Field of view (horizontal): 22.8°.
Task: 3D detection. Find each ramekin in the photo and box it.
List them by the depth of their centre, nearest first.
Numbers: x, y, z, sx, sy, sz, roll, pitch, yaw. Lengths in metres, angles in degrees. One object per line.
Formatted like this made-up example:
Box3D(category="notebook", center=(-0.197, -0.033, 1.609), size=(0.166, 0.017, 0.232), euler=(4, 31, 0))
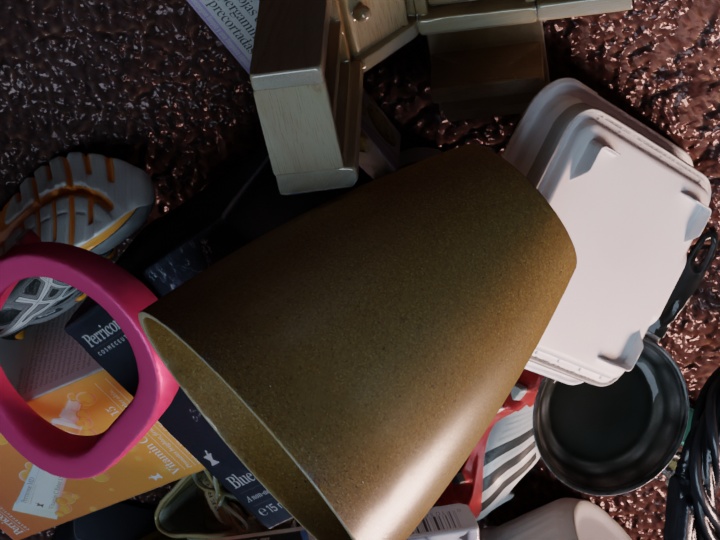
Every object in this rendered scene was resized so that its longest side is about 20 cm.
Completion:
Box3D(category="ramekin", center=(0.174, 0.269, 1.386), size=(0.094, 0.203, 0.202), euler=(-35, 125, 18))

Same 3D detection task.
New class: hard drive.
Box3D(category="hard drive", center=(-0.161, 0.258, 1.488), size=(0.199, 0.042, 0.135), euler=(18, 133, -15))

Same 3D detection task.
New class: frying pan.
Box3D(category="frying pan", center=(0.175, 0.060, 1.224), size=(0.114, 0.031, 0.191), euler=(5, 97, -15))

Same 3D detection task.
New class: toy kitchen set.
Box3D(category="toy kitchen set", center=(0.056, -0.108, 1.003), size=(0.199, 0.181, 0.164), euler=(-6, 131, 8))

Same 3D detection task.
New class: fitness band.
Box3D(category="fitness band", center=(-0.190, 0.056, 1.136), size=(0.144, 0.037, 0.200), euler=(44, 136, 0))

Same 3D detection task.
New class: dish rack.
Box3D(category="dish rack", center=(0.143, -0.012, 1.101), size=(0.200, 0.043, 0.172), euler=(22, 95, -51))

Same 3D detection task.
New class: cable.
Box3D(category="cable", center=(0.294, 0.138, 1.295), size=(0.162, 0.051, 0.201), euler=(-13, 118, -26))

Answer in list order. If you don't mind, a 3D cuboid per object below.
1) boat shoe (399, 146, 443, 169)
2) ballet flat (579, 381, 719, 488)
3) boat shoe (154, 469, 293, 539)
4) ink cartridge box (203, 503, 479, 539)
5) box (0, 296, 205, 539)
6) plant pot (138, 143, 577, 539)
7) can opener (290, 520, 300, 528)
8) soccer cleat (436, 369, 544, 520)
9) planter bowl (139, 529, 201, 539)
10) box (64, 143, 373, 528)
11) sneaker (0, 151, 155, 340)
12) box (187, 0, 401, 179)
Box3D(category="boat shoe", center=(0.000, 0.000, 1.208), size=(0.075, 0.061, 0.200), euler=(19, 133, -17))
Box3D(category="ballet flat", center=(0.200, 0.110, 1.310), size=(0.074, 0.074, 0.200), euler=(-34, 123, 31))
Box3D(category="boat shoe", center=(-0.100, 0.170, 1.327), size=(0.062, 0.074, 0.200), euler=(-13, 166, -23))
Box3D(category="ink cartridge box", center=(-0.011, 0.277, 1.308), size=(0.197, 0.043, 0.201), euler=(-7, 115, -10))
Box3D(category="box", center=(-0.203, 0.097, 1.287), size=(0.199, 0.098, 0.124), euler=(-23, 130, 24))
Box3D(category="plant pot", center=(0.014, 0.029, 0.965), size=(0.200, 0.186, 0.187), euler=(-42, 132, -14))
Box3D(category="can opener", center=(-0.051, 0.151, 1.337), size=(0.052, 0.067, 0.201), euler=(-2, 121, 9))
Box3D(category="soccer cleat", center=(0.110, 0.102, 1.310), size=(0.085, 0.069, 0.201), euler=(-10, 131, -42))
Box3D(category="planter bowl", center=(-0.104, 0.281, 1.380), size=(0.199, 0.201, 0.083), euler=(18, 151, -15))
Box3D(category="box", center=(-0.048, 0.038, 1.143), size=(0.200, 0.118, 0.196), euler=(46, 137, -12))
Box3D(category="sneaker", center=(-0.205, -0.013, 1.202), size=(0.199, 0.079, 0.077), euler=(-27, 141, 32))
Box3D(category="box", center=(-0.042, -0.127, 1.096), size=(0.039, 0.042, 0.200), euler=(-22, 129, 23))
